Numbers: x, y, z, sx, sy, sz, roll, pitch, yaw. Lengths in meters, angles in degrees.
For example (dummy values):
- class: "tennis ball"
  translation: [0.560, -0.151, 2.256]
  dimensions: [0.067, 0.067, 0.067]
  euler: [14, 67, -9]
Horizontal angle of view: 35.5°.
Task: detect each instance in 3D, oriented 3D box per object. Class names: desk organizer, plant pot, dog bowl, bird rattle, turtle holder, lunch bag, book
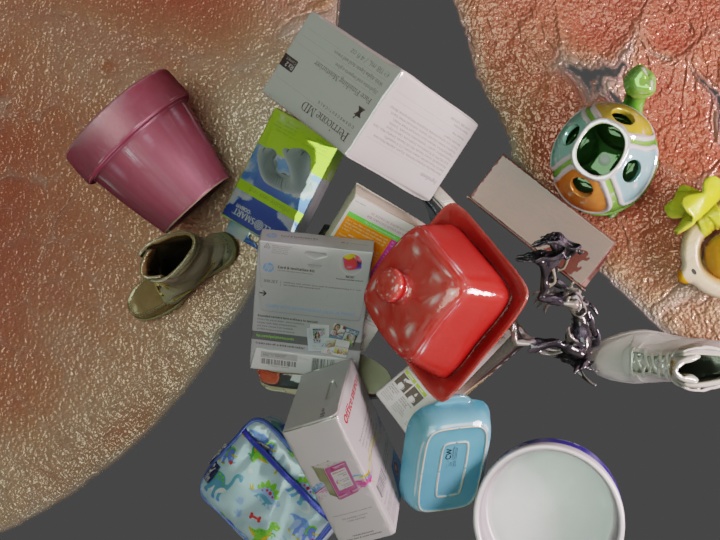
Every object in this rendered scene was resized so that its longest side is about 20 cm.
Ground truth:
- class: "desk organizer"
  translation: [0.249, -0.065, 1.530]
  dimensions: [0.200, 0.072, 0.077]
  euler: [40, 97, 14]
- class: "plant pot"
  translation: [-0.298, -0.162, 1.644]
  dimensions: [0.200, 0.200, 0.179]
  euler: [-41, 95, 12]
- class: "dog bowl"
  translation: [0.253, 0.328, 1.507]
  dimensions: [0.198, 0.079, 0.202]
  euler: [0, 89, 12]
- class: "bird rattle"
  translation: [0.493, -0.042, 1.462]
  dimensions: [0.198, 0.113, 0.165]
  euler: [13, 104, 4]
- class: "turtle holder"
  translation: [0.334, -0.160, 1.473]
  dimensions: [0.185, 0.132, 0.142]
  euler: [-35, 78, 11]
- class: "lunch bag"
  translation: [-0.121, 0.318, 1.626]
  dimensions: [0.200, 0.082, 0.161]
  euler: [45, 98, 12]
- class: "book"
  translation: [0.000, 0.000, 1.551]
  dimensions: [0.133, 0.048, 0.201]
  euler: [29, 111, -11]

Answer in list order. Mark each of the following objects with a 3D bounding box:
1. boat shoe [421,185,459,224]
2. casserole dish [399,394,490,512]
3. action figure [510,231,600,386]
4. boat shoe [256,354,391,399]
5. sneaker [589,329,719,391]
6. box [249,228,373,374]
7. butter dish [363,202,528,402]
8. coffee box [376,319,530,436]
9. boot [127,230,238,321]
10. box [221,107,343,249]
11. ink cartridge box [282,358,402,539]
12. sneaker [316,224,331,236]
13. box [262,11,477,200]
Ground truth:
- class: "boat shoe"
  translation: [0.120, -0.037, 1.563]
  dimensions: [0.093, 0.075, 0.200]
  euler: [-41, 78, 5]
- class: "casserole dish"
  translation: [0.118, 0.256, 1.515]
  dimensions: [0.120, 0.039, 0.202]
  euler: [-5, 123, -16]
- class: "action figure"
  translation: [0.253, 0.056, 1.452]
  dimensions: [0.101, 0.119, 0.202]
  euler: [-4, 115, 29]
- class: "boat shoe"
  translation: [-0.053, 0.156, 1.619]
  dimensions: [0.198, 0.071, 0.063]
  euler: [9, 131, 9]
- class: "sneaker"
  translation: [0.393, 0.116, 1.459]
  dimensions: [0.198, 0.115, 0.075]
  euler: [-2, 90, 18]
- class: "box"
  translation: [-0.068, 0.048, 1.534]
  dimensions: [0.154, 0.041, 0.202]
  euler: [6, 118, -1]
- class: "butter dish"
  translation: [0.078, 0.030, 1.423]
  dimensions: [0.201, 0.147, 0.200]
  euler: [-53, 50, 21]
- class: "coffee box"
  translation: [0.130, 0.131, 1.538]
  dimensions: [0.200, 0.113, 0.080]
  euler: [-42, 79, 12]
- class: "boot"
  translation: [-0.289, 0.007, 1.644]
  dimensions: [0.199, 0.155, 0.072]
  euler: [-34, 80, 14]
- class: "box"
  translation: [-0.116, -0.122, 1.653]
  dimensions: [0.121, 0.048, 0.201]
  euler: [29, 96, 16]
- class: "ink cartridge box"
  translation: [-0.019, 0.245, 1.524]
  dimensions: [0.084, 0.145, 0.201]
  euler: [-17, 113, 16]
- class: "sneaker"
  translation: [-0.056, -0.018, 1.620]
  dimensions: [0.198, 0.074, 0.088]
  euler: [-17, 82, 12]
- class: "box"
  translation: [0.014, -0.218, 1.509]
  dimensions: [0.199, 0.199, 0.131]
  euler: [40, 100, 37]
